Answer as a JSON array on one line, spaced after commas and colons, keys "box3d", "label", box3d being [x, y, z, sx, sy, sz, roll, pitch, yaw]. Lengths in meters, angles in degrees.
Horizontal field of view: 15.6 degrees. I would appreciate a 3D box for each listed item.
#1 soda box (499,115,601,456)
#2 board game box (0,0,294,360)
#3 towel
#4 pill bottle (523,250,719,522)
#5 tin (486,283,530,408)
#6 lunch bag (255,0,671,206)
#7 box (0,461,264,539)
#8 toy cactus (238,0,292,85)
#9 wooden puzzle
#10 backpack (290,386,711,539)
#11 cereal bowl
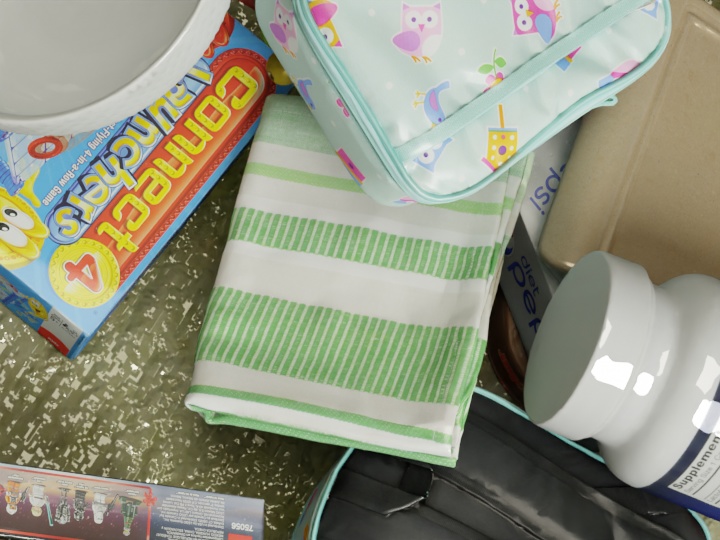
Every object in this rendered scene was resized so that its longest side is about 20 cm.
[{"box3d": [0.117, 0.001, 1.444, 0.063, 0.068, 0.201, -17, 80, -19], "label": "soda box"}, {"box3d": [-0.168, -0.091, 1.431, 0.196, 0.056, 0.200, 39, 69, -3], "label": "board game box"}, {"box3d": [0.000, 0.000, 1.366, 0.152, 0.023, 0.201, 9, 60, 10], "label": "towel"}, {"box3d": [0.191, 0.069, 1.342, 0.199, 0.116, 0.116, 23, 70, -14], "label": "pill bottle"}, {"box3d": [0.161, 0.009, 1.509, 0.200, 0.042, 0.112, -35, 83, -21], "label": "tin"}, {"box3d": [0.061, -0.133, 1.356, 0.200, 0.077, 0.161, -35, 99, -20], "label": "lunch bag"}, {"box3d": [-0.164, 0.134, 1.313, 0.199, 0.137, 0.040, 10, 68, -22], "label": "box"}, {"box3d": [-0.005, -0.144, 1.450, 0.102, 0.200, 0.165, -37, 103, 20], "label": "toy cactus"}, {"box3d": [0.205, -0.037, 1.438, 0.199, 0.037, 0.186, 28, 66, -15], "label": "wooden puzzle"}, {"box3d": [0.059, 0.163, 1.375, 0.199, 0.153, 0.176, 34, 67, -7], "label": "backpack"}, {"box3d": [-0.150, -0.162, 1.361, 0.199, 0.083, 0.201, -3, 79, 17], "label": "cereal bowl"}]
